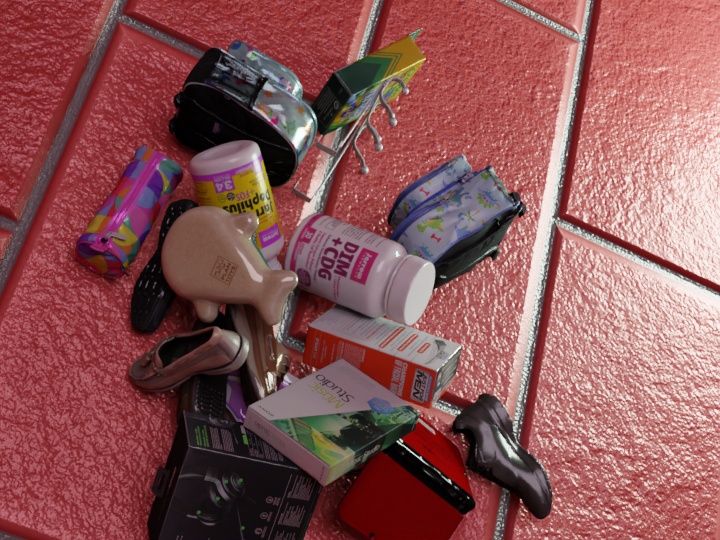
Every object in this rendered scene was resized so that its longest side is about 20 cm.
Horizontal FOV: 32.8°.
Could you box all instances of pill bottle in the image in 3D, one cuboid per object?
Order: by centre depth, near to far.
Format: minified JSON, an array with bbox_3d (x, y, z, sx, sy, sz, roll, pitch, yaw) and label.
[{"bbox_3d":[-0.168,-0.074,1.734,0.104,0.104,0.203,-28,113,-32],"label":"pill bottle"},{"bbox_3d":[0.000,0.000,1.761,0.198,0.114,0.114,21,54,23],"label":"pill bottle"}]

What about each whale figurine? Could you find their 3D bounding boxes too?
[{"bbox_3d":[-0.168,-0.002,1.635,0.198,0.104,0.161,26,95,19],"label":"whale figurine"}]

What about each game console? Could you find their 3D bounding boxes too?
[{"bbox_3d":[0.056,0.291,1.712,0.200,0.118,0.173,42,21,-33],"label":"game console"}]

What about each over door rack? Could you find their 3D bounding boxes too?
[{"bbox_3d":[-0.007,-0.192,1.879,0.066,0.148,0.200,41,56,6],"label":"over door rack"}]

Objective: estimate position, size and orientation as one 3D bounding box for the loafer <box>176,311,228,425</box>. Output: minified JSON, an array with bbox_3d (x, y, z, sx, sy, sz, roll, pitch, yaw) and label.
[{"bbox_3d":[-0.220,0.135,1.670,0.073,0.071,0.202,39,36,-27],"label":"loafer"}]

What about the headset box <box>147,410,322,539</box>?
[{"bbox_3d":[-0.166,0.290,1.555,0.197,0.176,0.093,13,19,-18],"label":"headset box"}]

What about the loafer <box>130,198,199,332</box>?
[{"bbox_3d":[-0.262,-0.002,1.717,0.070,0.067,0.203,40,61,-45],"label":"loafer"}]

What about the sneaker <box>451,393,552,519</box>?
[{"bbox_3d":[0.206,0.285,1.805,0.090,0.076,0.201,-28,73,-22],"label":"sneaker"}]

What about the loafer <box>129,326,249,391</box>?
[{"bbox_3d":[-0.236,0.107,1.600,0.063,0.198,0.073,41,46,-40],"label":"loafer"}]

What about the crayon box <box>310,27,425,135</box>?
[{"bbox_3d":[0.020,-0.301,1.953,0.199,0.126,0.052,-33,82,-33],"label":"crayon box"}]

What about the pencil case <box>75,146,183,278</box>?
[{"bbox_3d":[-0.323,-0.082,1.716,0.088,0.088,0.202,30,56,-9],"label":"pencil case"}]

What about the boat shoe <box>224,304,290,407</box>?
[{"bbox_3d":[-0.128,0.123,1.650,0.071,0.076,0.203,-10,70,-19],"label":"boat shoe"}]

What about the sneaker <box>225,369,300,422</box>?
[{"bbox_3d":[-0.108,0.206,1.692,0.199,0.073,0.115,29,60,5],"label":"sneaker"}]

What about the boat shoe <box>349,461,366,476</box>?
[{"bbox_3d":[0.018,0.209,1.765,0.063,0.072,0.202,59,37,-43],"label":"boat shoe"}]

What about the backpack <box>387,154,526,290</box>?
[{"bbox_3d":[0.122,-0.063,1.860,0.199,0.184,0.147,-34,74,-25],"label":"backpack"}]

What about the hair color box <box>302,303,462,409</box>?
[{"bbox_3d":[0.031,0.118,1.724,0.197,0.065,0.111,17,22,19],"label":"hair color box"}]

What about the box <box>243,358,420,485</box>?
[{"bbox_3d":[-0.035,0.192,1.585,0.143,0.037,0.199,31,33,26],"label":"box"}]

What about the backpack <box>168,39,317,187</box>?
[{"bbox_3d":[-0.161,-0.224,1.802,0.199,0.178,0.151,33,59,1],"label":"backpack"}]
